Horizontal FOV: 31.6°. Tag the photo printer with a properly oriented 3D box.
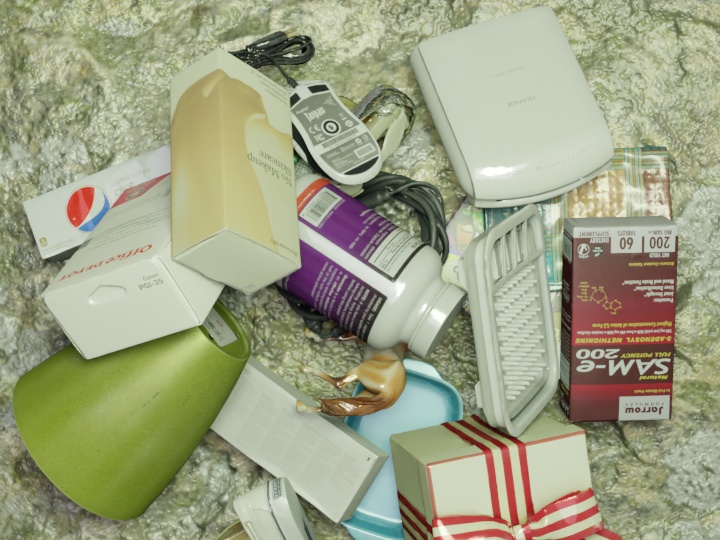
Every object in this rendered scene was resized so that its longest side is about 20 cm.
[{"bbox_3d":[0.158,-0.162,1.304,0.165,0.070,0.201,-16,65,-6],"label":"photo printer"}]

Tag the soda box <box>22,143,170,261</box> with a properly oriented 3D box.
[{"bbox_3d":[-0.255,-0.076,1.369,0.199,0.064,0.069,-21,87,2],"label":"soda box"}]

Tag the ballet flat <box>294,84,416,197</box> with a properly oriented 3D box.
[{"bbox_3d":[-0.012,-0.115,1.320,0.072,0.072,0.200,41,75,4],"label":"ballet flat"}]

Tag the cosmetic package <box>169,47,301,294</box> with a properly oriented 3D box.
[{"bbox_3d":[-0.117,-0.092,1.173,0.071,0.105,0.201,-26,56,31],"label":"cosmetic package"}]

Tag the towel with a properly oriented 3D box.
[{"bbox_3d":[0.226,-0.053,1.324,0.198,0.022,0.148,-4,86,2],"label":"towel"}]

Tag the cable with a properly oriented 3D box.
[{"bbox_3d":[-0.001,-0.029,1.343,0.200,0.051,0.163,-37,60,-5],"label":"cable"}]

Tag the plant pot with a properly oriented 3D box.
[{"bbox_3d":[-0.211,0.115,1.276,0.200,0.187,0.187,-40,86,16],"label":"plant pot"}]

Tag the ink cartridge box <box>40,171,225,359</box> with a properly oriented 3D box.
[{"bbox_3d":[-0.194,-0.017,1.224,0.146,0.200,0.083,-17,117,27],"label":"ink cartridge box"}]

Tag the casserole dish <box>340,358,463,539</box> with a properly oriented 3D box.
[{"bbox_3d":[0.036,0.192,1.354,0.120,0.039,0.202,16,90,4],"label":"casserole dish"}]

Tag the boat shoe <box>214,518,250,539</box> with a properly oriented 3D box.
[{"bbox_3d":[-0.149,0.324,1.342,0.200,0.076,0.072,-40,84,0],"label":"boat shoe"}]

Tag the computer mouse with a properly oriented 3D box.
[{"bbox_3d":[-0.055,-0.156,1.284,0.109,0.044,0.201,-27,70,-26],"label":"computer mouse"}]

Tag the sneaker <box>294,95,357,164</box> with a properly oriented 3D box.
[{"bbox_3d":[-0.087,-0.126,1.338,0.199,0.077,0.089,-20,91,-19],"label":"sneaker"}]

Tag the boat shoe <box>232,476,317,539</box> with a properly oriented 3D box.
[{"bbox_3d":[-0.077,0.299,1.307,0.065,0.072,0.201,-16,127,4],"label":"boat shoe"}]

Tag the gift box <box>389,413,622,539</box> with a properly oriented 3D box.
[{"bbox_3d":[0.143,0.250,1.251,0.183,0.187,0.202,-15,95,-11],"label":"gift box"}]

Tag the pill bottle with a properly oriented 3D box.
[{"bbox_3d":[0.000,0.000,1.234,0.199,0.112,0.113,33,90,10],"label":"pill bottle"}]

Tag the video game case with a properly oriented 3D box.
[{"bbox_3d":[0.186,-0.012,1.352,0.199,0.036,0.182,36,89,4],"label":"video game case"}]

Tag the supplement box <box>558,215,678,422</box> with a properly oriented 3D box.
[{"bbox_3d":[0.260,0.049,1.287,0.108,0.061,0.202,-2,102,-1],"label":"supplement box"}]

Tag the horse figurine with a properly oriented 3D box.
[{"bbox_3d":[0.004,0.093,1.308,0.131,0.201,0.050,1,125,6],"label":"horse figurine"}]

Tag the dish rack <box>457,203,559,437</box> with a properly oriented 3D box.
[{"bbox_3d":[0.143,0.046,1.240,0.043,0.171,0.202,-4,103,26],"label":"dish rack"}]

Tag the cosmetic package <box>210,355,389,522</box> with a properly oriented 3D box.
[{"bbox_3d":[-0.074,0.171,1.332,0.199,0.051,0.083,34,97,18],"label":"cosmetic package"}]
